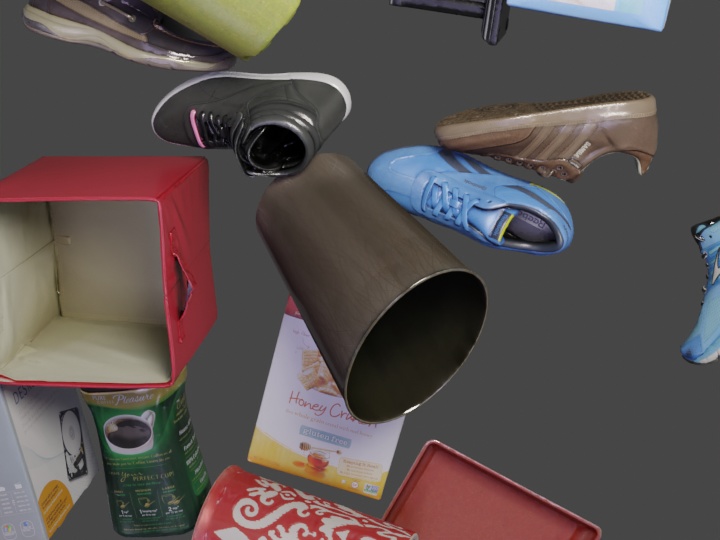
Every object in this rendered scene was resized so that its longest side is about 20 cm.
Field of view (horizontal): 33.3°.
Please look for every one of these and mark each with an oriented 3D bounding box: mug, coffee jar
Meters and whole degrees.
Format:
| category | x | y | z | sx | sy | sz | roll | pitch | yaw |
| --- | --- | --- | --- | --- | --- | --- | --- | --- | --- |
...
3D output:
| category | x | y | z | sx | sy | sz | roll | pitch | yaw |
| --- | --- | --- | --- | --- | --- | --- | --- | --- | --- |
| mug | -0.058 | 0.302 | 1.171 | 0.198 | 0.134 | 0.179 | 13 | 73 | 14 |
| coffee jar | -0.214 | 0.161 | 1.203 | 0.103 | 0.085 | 0.202 | -5 | 107 | 12 |

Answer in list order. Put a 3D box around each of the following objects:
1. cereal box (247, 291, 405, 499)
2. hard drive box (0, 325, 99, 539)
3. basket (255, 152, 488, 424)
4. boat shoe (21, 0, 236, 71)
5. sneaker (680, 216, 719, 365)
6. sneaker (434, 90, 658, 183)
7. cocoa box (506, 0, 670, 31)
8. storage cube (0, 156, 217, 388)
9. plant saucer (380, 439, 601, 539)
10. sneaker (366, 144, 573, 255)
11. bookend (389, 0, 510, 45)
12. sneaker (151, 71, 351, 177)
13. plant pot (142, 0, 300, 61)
| category | x | y | z | sx | sy | sz | roll | pitch | yaw |
| --- | --- | --- | --- | --- | --- | --- | --- | --- | --- |
| cereal box | -0.021 | 0.114 | 1.188 | 0.143 | 0.040 | 0.201 | 15 | 108 | 2 |
| hard drive box | -0.340 | 0.146 | 1.179 | 0.076 | 0.156 | 0.202 | -10 | 106 | 10 |
| basket | 0.000 | 0.000 | 1.057 | 0.135 | 0.200 | 0.181 | -11 | 139 | -31 |
| boat shoe | -0.206 | -0.230 | 1.088 | 0.198 | 0.075 | 0.074 | 14 | 103 | -3 |
| sneaker | 0.339 | -0.008 | 1.100 | 0.090 | 0.078 | 0.201 | 28 | 106 | 18 |
| sneaker | 0.167 | -0.111 | 1.079 | 0.198 | 0.071 | 0.076 | -5 | 107 | 9 |
| cocoa box | 0.203 | -0.308 | 0.976 | 0.132 | 0.131 | 0.202 | 11 | 108 | 9 |
| storage cube | -0.235 | -0.005 | 1.106 | 0.198 | 0.180 | 0.172 | 0 | 107 | 6 |
| plant saucer | 0.112 | 0.288 | 1.227 | 0.199 | 0.037 | 0.201 | 28 | 109 | -2 |
| sneaker | 0.100 | -0.063 | 1.099 | 0.199 | 0.079 | 0.066 | 18 | 111 | 3 |
| bookend | 0.039 | -0.311 | 1.016 | 0.198 | 0.092 | 0.200 | 12 | 110 | 9 |
| sneaker | -0.114 | -0.128 | 1.080 | 0.198 | 0.099 | 0.071 | -2 | 124 | 21 |
| plant pot | -0.128 | -0.284 | 1.014 | 0.184 | 0.201 | 0.201 | 36 | 108 | -16 |
